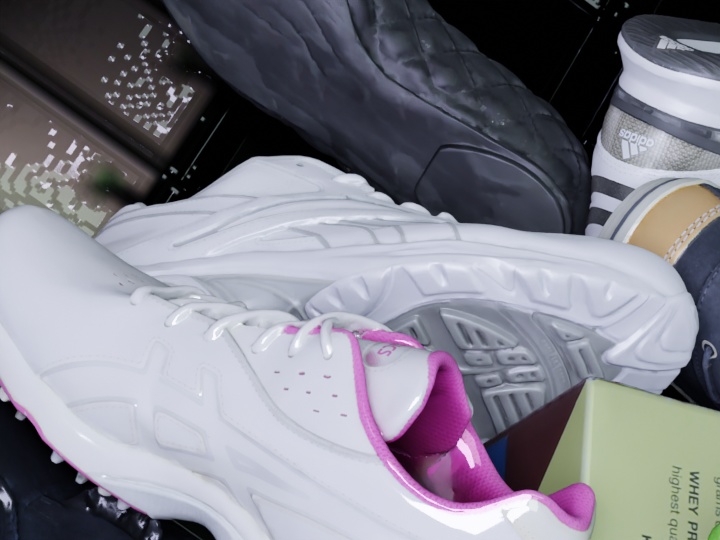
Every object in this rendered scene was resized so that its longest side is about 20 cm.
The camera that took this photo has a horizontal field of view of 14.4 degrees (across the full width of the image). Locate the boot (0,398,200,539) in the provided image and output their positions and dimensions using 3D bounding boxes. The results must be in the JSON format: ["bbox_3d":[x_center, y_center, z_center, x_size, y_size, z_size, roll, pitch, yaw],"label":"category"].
[{"bbox_3d":[-0.083,0.112,0.725,0.168,0.076,0.200,35,28,-10],"label":"boot"}]

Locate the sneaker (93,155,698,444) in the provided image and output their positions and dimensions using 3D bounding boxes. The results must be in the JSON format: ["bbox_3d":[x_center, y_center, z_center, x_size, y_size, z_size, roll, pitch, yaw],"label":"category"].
[{"bbox_3d":[0.000,0.000,0.836,0.199,0.078,0.100,0,39,11],"label":"sneaker"}]

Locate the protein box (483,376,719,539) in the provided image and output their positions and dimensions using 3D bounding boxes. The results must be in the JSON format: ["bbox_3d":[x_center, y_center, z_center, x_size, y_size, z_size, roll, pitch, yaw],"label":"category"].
[{"bbox_3d":[0.112,0.162,0.793,0.199,0.135,0.199,15,64,-21],"label":"protein box"}]

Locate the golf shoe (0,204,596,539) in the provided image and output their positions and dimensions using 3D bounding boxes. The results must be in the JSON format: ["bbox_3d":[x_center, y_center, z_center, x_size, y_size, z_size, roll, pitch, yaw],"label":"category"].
[{"bbox_3d":[-0.020,0.037,0.741,0.200,0.092,0.075,41,23,19],"label":"golf shoe"}]

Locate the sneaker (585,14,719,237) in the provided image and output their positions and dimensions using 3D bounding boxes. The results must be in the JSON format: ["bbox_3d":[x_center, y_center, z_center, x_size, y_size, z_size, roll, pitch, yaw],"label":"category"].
[{"bbox_3d":[0.137,-0.019,0.955,0.200,0.116,0.076,1,23,-47],"label":"sneaker"}]

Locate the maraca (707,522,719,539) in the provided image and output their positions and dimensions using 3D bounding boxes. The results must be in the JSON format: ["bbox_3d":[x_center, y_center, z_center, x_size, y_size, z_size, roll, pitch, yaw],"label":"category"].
[{"bbox_3d":[0.176,0.089,0.709,0.199,0.107,0.138,2,62,-26],"label":"maraca"}]

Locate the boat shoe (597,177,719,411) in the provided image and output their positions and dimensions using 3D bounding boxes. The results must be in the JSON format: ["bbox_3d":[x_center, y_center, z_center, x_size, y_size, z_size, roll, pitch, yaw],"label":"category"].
[{"bbox_3d":[0.146,0.035,0.889,0.200,0.062,0.075,35,88,-44],"label":"boat shoe"}]

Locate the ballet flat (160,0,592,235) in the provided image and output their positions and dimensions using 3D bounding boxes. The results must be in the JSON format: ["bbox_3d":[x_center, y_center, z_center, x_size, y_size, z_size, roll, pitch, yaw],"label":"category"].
[{"bbox_3d":[-0.003,-0.073,0.925,0.200,0.066,0.057,45,20,-2],"label":"ballet flat"}]
